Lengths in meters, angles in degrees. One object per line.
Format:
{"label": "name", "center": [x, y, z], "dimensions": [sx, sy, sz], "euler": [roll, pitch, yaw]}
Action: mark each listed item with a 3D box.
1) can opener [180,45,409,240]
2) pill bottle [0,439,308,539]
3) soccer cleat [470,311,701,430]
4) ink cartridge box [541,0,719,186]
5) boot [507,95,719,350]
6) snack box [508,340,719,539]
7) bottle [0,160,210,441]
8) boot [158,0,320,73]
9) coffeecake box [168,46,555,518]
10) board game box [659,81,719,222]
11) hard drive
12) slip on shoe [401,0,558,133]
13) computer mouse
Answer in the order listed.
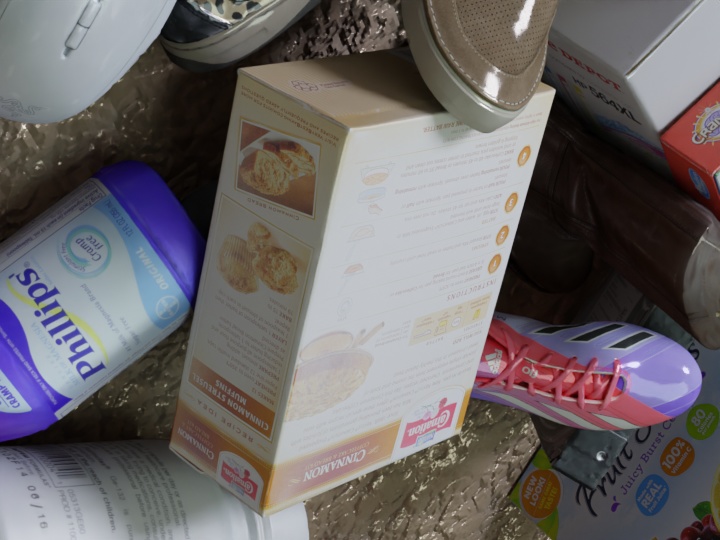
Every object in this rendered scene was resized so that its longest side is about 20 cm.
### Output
{"label": "can opener", "center": [-0.019, -0.051, 0.822], "dimensions": [0.200, 0.053, 0.067], "euler": [-42, 138, -9]}
{"label": "pill bottle", "center": [-0.130, 0.146, 0.824], "dimensions": [0.200, 0.114, 0.115], "euler": [2, 118, -42]}
{"label": "soccer cleat", "center": [0.097, 0.054, 0.906], "dimensions": [0.076, 0.199, 0.067], "euler": [-30, 132, -82]}
{"label": "ink cartridge box", "center": [0.169, -0.134, 0.869], "dimensions": [0.125, 0.129, 0.200], "euler": [-46, 139, -2]}
{"label": "boot", "center": [0.154, -0.003, 0.898], "dimensions": [0.064, 0.200, 0.187], "euler": [-40, 138, -10]}
{"label": "snack box", "center": [0.219, 0.128, 1.079], "dimensions": [0.068, 0.169, 0.200], "euler": [23, 104, -45]}
{"label": "bottle", "center": [-0.162, 0.033, 0.740], "dimensions": [0.200, 0.065, 0.084], "euler": [-38, 105, -13]}
{"label": "boot", "center": [-0.038, -0.198, 0.685], "dimensions": [0.200, 0.073, 0.151], "euler": [-40, 138, -3]}
{"label": "coffeecake box", "center": [0.000, 0.000, 0.766], "dimensions": [0.153, 0.073, 0.201], "euler": [-16, 128, -47]}
{"label": "board game box", "center": [0.254, -0.055, 0.876], "dimensions": [0.153, 0.040, 0.200], "euler": [-42, 140, -7]}
{"label": "hard drive", "center": [0.177, 0.029, 1.002], "dimensions": [0.038, 0.140, 0.200], "euler": [31, 101, -7]}
{"label": "slip on shoe", "center": [0.073, -0.154, 0.734], "dimensions": [0.076, 0.200, 0.061], "euler": [35, 139, -22]}
{"label": "computer mouse", "center": [-0.104, -0.119, 0.641], "dimensions": [0.109, 0.044, 0.200], "euler": [20, 131, -30]}
